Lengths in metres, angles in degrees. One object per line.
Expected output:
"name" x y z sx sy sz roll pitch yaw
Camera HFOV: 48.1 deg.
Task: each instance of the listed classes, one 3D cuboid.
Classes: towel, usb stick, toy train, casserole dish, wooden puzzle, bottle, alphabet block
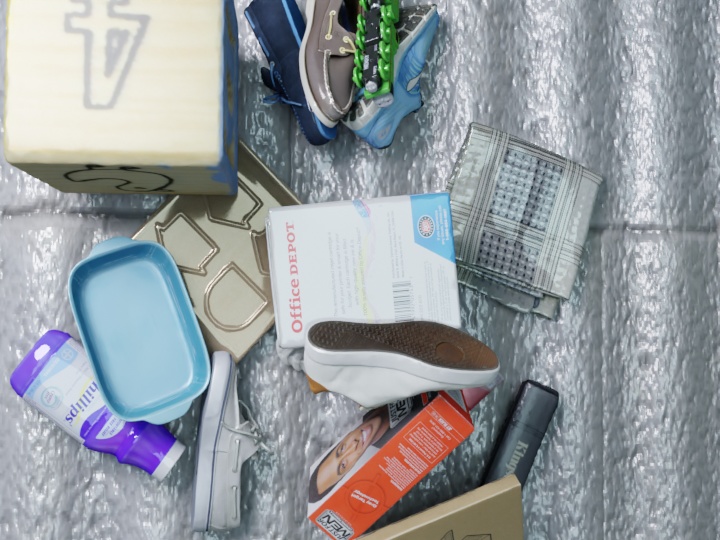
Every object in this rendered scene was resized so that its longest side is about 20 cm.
"towel" 0.189 -0.060 0.994 0.189 0.035 0.204 21 85 -8
"usb stick" 0.184 0.231 0.979 0.055 0.033 0.204 26 84 -14
"toy train" 0.021 -0.258 0.895 0.041 0.057 0.203 -13 51 20
"casserole dish" -0.237 0.065 0.868 0.119 0.039 0.204 -19 86 -22
"wooden puzzle" -0.150 -0.021 0.935 0.185 0.046 0.200 44 86 -4
"bottle" -0.284 0.154 0.890 0.199 0.065 0.084 40 79 -5
"alphabet block" -0.226 -0.187 0.811 0.195 0.195 0.202 0 85 -4

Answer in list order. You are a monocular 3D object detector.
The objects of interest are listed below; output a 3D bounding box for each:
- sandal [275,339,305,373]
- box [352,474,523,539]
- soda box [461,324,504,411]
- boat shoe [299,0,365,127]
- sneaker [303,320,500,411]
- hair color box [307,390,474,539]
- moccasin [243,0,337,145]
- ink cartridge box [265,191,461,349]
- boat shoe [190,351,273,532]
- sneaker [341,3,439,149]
"sandal" 0.000 0.103 0.945 0.199 0.083 0.050 24 41 -8
"box" 0.094 0.323 0.918 0.196 0.021 0.166 -20 128 -9
"soda box" 0.079 0.070 0.956 0.070 0.063 0.201 -39 94 -9
"boat shoe" -0.025 -0.252 0.910 0.059 0.072 0.204 -20 51 28
"sneaker" 0.040 0.101 0.821 0.195 0.073 0.086 6 124 1
"hair color box" 0.029 0.197 0.888 0.061 0.102 0.200 41 102 -14
"moccasin" -0.082 -0.232 0.944 0.067 0.080 0.204 -23 72 17
"ink cartridge box" 0.000 0.000 0.872 0.195 0.085 0.148 -5 90 -7
"boat shoe" -0.140 0.194 0.907 0.084 0.074 0.207 5 94 -16
"sneaker" 0.042 -0.233 0.969 0.090 0.077 0.203 46 65 -42
